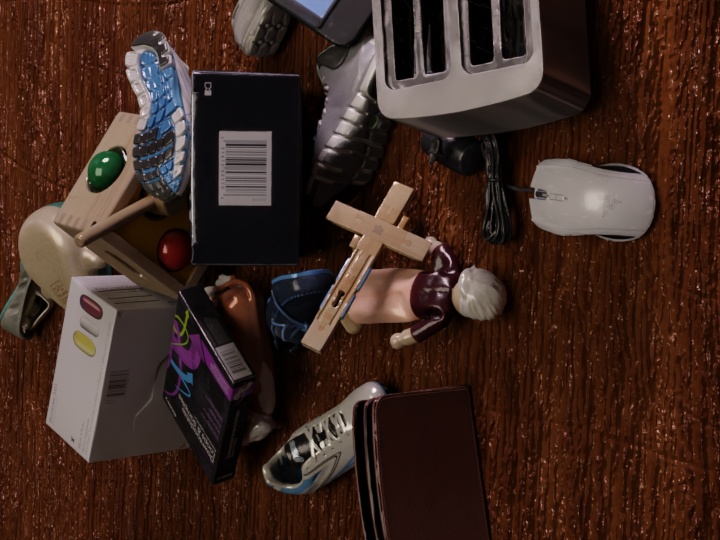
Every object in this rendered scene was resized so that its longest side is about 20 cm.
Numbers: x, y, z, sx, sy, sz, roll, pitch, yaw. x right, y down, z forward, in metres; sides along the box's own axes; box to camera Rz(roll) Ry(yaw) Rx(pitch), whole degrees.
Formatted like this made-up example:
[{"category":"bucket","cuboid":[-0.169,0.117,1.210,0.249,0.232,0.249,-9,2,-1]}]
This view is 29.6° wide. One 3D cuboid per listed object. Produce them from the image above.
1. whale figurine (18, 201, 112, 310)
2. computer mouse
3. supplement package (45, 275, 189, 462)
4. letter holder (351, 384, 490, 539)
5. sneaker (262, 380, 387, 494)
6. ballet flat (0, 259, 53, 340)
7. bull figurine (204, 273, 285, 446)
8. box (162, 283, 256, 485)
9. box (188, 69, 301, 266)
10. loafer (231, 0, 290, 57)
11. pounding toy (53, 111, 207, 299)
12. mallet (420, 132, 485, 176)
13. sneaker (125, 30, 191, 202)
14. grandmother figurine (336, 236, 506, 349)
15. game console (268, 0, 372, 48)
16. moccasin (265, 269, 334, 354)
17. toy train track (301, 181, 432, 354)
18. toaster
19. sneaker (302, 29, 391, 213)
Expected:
[{"category":"whale figurine","cuboid":[-0.376,-0.001,1.854,0.159,0.104,0.201,-29,95,44]},{"category":"computer mouse","cuboid":[0.184,-0.072,1.270,0.199,0.044,0.111,9,97,47]},{"category":"supplement package","cuboid":[-0.285,0.117,1.699,0.110,0.155,0.202,29,112,43]},{"category":"letter holder","cuboid":[0.041,0.225,1.360,0.100,0.141,0.202,-14,81,46]},{"category":"sneaker","cuboid":[-0.035,0.189,1.494,0.200,0.072,0.072,-45,58,36]},{"category":"ballet flat","cuboid":[-0.463,0.016,1.967,0.063,0.067,0.201,34,119,10]},{"category":"bull figurine","cuboid":[-0.141,0.101,1.597,0.121,0.065,0.202,19,115,48]},{"category":"box","cuboid":[-0.178,0.135,1.579,0.143,0.036,0.201,54,148,32]},{"category":"box","cuboid":[-0.121,-0.108,1.476,0.200,0.116,0.199,-138,49,-86]},{"category":"loafer","cuboid":[-0.094,-0.337,1.542,0.070,0.070,0.201,52,124,30]},{"category":"pounding toy","cuboid":[-0.249,-0.071,1.576,0.141,0.200,0.185,14,70,45]},{"category":"mallet","cuboid":[0.125,-0.188,1.338,0.066,0.041,0.201,44,117,37]},{"category":"sneaker","cuboid":[-0.202,-0.163,1.500,0.074,0.087,0.202,-18,64,24]},{"category":"grandmother figurine","cuboid":[0.066,0.024,1.392,0.199,0.060,0.123,1,77,45]},{"category":"game console","cuboid":[-0.053,-0.362,1.410,0.199,0.116,0.177,36,92,16]},{"category":"moccasin","cuboid":[-0.060,0.047,1.485,0.200,0.080,0.069,112,152,-75]},{"category":"toy train track","cuboid":[0.000,0.000,1.398,0.114,0.033,0.201,24,69,18]},{"category":"toaster","cuboid":[0.111,-0.215,1.259,0.179,0.118,0.202,-6,84,33]},{"category":"sneaker","cuboid":[-0.022,-0.169,1.477,0.116,0.075,0.201,45,113,42]}]
